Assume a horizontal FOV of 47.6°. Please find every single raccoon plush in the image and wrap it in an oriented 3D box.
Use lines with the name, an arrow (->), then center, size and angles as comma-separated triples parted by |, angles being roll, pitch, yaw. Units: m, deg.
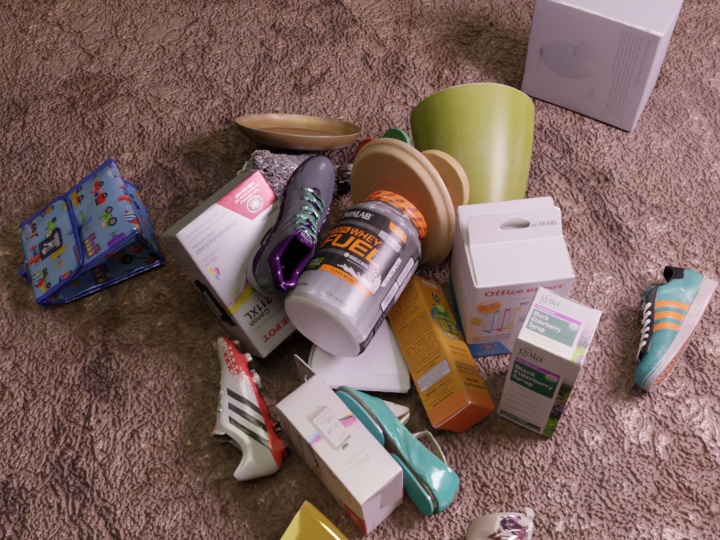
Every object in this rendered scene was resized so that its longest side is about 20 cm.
raccoon plush -> -0.084, -0.148, 1.191 | 0.197, 0.134, 0.098 | -20, 89, 1

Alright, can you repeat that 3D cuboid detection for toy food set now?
toy food set -> 0.059, -0.098, 1.139 | 0.197, 0.202, 0.048 | 34, 49, 29

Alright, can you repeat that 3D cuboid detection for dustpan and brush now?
dustpan and brush -> -0.001, 0.076, 1.120 | 0.137, 0.057, 0.203 | 5, 63, -6

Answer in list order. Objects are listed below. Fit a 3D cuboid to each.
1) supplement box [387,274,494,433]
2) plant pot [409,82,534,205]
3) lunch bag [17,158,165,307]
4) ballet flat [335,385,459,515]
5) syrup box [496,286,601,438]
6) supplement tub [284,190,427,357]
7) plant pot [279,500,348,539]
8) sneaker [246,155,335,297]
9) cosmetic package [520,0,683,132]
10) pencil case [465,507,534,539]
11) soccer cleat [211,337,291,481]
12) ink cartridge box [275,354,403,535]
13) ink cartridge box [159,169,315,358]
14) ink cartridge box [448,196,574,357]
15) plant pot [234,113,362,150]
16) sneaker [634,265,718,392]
supplement box -> 0.099, 0.106, 1.067 | 0.069, 0.066, 0.202 | -41, 53, 25
plant pot -> 0.168, -0.133, 1.181 | 0.184, 0.188, 0.204 | -2, 71, 1
lunch bag -> -0.412, -0.042, 1.204 | 0.198, 0.094, 0.152 | -29, 60, -1
ballet flat -> 0.049, 0.213, 1.020 | 0.070, 0.068, 0.200 | -27, 61, -33
syrup box -> 0.223, 0.115, 0.986 | 0.078, 0.201, 0.082 | 22, 60, 16
supplement tub -> 0.000, 0.000, 1.055 | 0.121, 0.123, 0.201 | 24, 60, 18
plant pot -> -0.044, 0.390, 0.836 | 0.175, 0.201, 0.201 | 31, 63, 9
sneaker -> -0.068, -0.056, 1.031 | 0.087, 0.074, 0.203 | -1, 62, 57
cosmetic package -> 0.376, -0.357, 1.285 | 0.198, 0.201, 0.124 | 26, 62, 19
pencil case -> 0.161, 0.365, 0.898 | 0.088, 0.078, 0.203 | -12, 54, 20
soccer cleat -> -0.160, 0.175, 1.050 | 0.084, 0.069, 0.202 | -23, 62, -12
ink cartridge box -> -0.036, 0.209, 0.990 | 0.067, 0.117, 0.200 | -35, 61, -19
ink cartridge box -> -0.144, -0.008, 1.086 | 0.145, 0.201, 0.082 | -41, 19, -22
ink cartridge box -> 0.191, 0.005, 1.059 | 0.126, 0.201, 0.127 | -7, 56, -1
plant pot -> -0.096, -0.214, 1.265 | 0.196, 0.028, 0.200 | 4, 19, -1
sneaker -> 0.400, 0.074, 1.087 | 0.079, 0.072, 0.200 | 28, 57, 24
